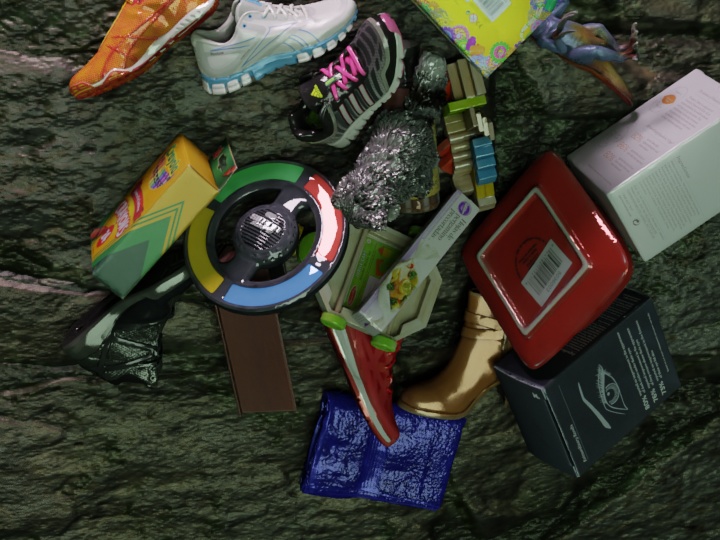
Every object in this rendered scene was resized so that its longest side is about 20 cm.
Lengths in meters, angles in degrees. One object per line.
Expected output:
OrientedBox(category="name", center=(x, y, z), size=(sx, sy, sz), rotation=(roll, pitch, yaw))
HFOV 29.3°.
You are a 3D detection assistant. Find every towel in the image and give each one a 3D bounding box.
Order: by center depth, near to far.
OrientedBox(category="towel", center=(0.030, 0.241, 1.798), size=(0.197, 0.050, 0.149), rotation=(9, 110, -15))

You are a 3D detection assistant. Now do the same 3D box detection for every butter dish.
OrientedBox(category="butter dish", center=(0.253, -0.009, 1.680), size=(0.147, 0.201, 0.200), rotation=(4, 136, -43))

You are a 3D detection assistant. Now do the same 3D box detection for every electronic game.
OrientedBox(category="electronic game", center=(-0.109, -0.040, 1.590), size=(0.198, 0.201, 0.042), rotation=(-25, 149, -1))

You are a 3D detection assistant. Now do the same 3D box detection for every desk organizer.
OrientedBox(category="desk organizer", center=(-0.122, 0.071, 1.672), size=(0.076, 0.072, 0.202), rotation=(-3, 114, 15))

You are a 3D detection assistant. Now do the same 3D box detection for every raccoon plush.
OrientedBox(category="raccoon plush", center=(0.026, -0.140, 1.542), size=(0.096, 0.134, 0.202), rotation=(15, 118, 19))

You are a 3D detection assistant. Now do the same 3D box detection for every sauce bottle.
OrientedBox(category="sauce bottle", center=(0.057, -0.170, 1.633), size=(0.064, 0.065, 0.203), rotation=(-10, 112, -7))

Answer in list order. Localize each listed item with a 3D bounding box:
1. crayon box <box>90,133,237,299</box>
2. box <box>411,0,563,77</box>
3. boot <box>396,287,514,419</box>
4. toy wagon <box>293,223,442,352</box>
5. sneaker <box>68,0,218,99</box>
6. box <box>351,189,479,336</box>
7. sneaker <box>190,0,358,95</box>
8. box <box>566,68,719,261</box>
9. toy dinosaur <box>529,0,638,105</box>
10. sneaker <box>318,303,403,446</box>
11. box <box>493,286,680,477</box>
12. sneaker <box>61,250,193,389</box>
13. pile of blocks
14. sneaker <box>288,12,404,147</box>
OrientedBox(category="crayon box", center=(-0.227, -0.076, 1.576), size=(0.051, 0.127, 0.200), rotation=(40, 98, -23))
OrientedBox(category="box", center=(0.091, -0.342, 1.500), size=(0.122, 0.193, 0.200), rotation=(-44, 114, 8))
OrientedBox(category="boot", center=(0.138, 0.100, 1.755), size=(0.197, 0.074, 0.157), rotation=(-9, 114, -20))
OrientedBox(category="toy wagon", center=(0.000, 0.000, 1.669), size=(0.198, 0.040, 0.157), rotation=(23, 76, -12))
OrientedBox(category="sneaker", center=(-0.250, -0.265, 1.537), size=(0.199, 0.073, 0.077), rotation=(-40, 94, 0))
OrientedBox(category="box", center=(0.066, -0.010, 1.648), size=(0.039, 0.041, 0.201), rotation=(41, 72, -6))
OrientedBox(category="sneaker", center=(-0.099, -0.273, 1.546), size=(0.198, 0.075, 0.087), rotation=(-25, 124, -2))
OrientedBox(category="box", center=(0.376, -0.130, 1.666), size=(0.199, 0.153, 0.107), rotation=(-33, 114, 3))
OrientedBox(category="toy dinosaur", center=(0.236, -0.265, 1.623), size=(0.179, 0.106, 0.202), rotation=(2, 125, 9))
OrientedBox(category="sneaker", center=(0.034, 0.110, 1.713), size=(0.114, 0.078, 0.202), rotation=(-24, 98, -5))
OrientedBox(category="box", center=(0.288, 0.134, 1.742), size=(0.199, 0.104, 0.149), rotation=(-35, 119, -21))
OrientedBox(category="sneaker", center=(-0.251, 0.064, 1.656), size=(0.199, 0.076, 0.114), rotation=(-40, 116, 9))
OrientedBox(category="pile of blocks", center=(0.121, -0.155, 1.641), size=(0.061, 0.082, 0.202), rotation=(-14, 114, -6))
OrientedBox(category="sneaker", center=(-0.021, -0.207, 1.547), size=(0.087, 0.074, 0.200), rotation=(-11, 153, -35))
